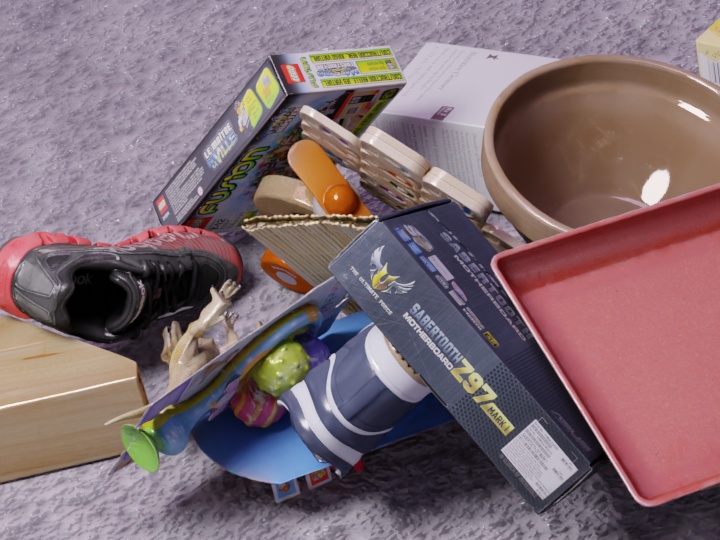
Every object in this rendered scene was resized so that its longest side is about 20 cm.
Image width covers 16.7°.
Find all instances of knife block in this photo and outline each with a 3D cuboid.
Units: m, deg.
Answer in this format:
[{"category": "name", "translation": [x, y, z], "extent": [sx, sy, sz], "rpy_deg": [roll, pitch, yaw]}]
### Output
[{"category": "knife block", "translation": [-0.265, 0.113, 1.702], "extent": [0.199, 0.064, 0.176], "rpy_deg": [17, 45, 36]}]

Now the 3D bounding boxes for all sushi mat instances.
[{"category": "sushi mat", "translation": [0.000, 0.000, 1.678], "extent": [0.095, 0.200, 0.012], "rpy_deg": [0, 72, 22]}]

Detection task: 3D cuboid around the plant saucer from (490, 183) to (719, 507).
[{"category": "plant saucer", "translation": [0.207, 0.047, 1.513], "extent": [0.199, 0.037, 0.200], "rpy_deg": [-17, 56, -20]}]

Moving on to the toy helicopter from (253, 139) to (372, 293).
[{"category": "toy helicopter", "translation": [0.013, -0.025, 1.755], "extent": [0.199, 0.132, 0.079], "rpy_deg": [21, 69, 21]}]

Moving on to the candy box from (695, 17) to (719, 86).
[{"category": "candy box", "translation": [0.372, -0.165, 1.886], "extent": [0.199, 0.055, 0.115], "rpy_deg": [17, 44, 36]}]

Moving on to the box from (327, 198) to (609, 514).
[{"category": "box", "translation": [0.082, 0.049, 1.525], "extent": [0.051, 0.200, 0.158], "rpy_deg": [-42, -9, 17]}]

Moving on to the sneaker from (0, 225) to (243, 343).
[{"category": "sneaker", "translation": [-0.160, 0.012, 1.762], "extent": [0.200, 0.071, 0.098], "rpy_deg": [-3, 19, -36]}]

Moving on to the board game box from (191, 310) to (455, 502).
[{"category": "board game box", "translation": [-0.016, 0.095, 1.664], "extent": [0.199, 0.039, 0.158], "rpy_deg": [-19, 33, -13]}]

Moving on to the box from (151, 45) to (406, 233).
[{"category": "box", "translation": [-0.062, -0.092, 1.800], "extent": [0.110, 0.200, 0.035], "rpy_deg": [-9, 65, -36]}]

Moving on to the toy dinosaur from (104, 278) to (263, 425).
[{"category": "toy dinosaur", "translation": [-0.110, 0.064, 1.654], "extent": [0.101, 0.058, 0.200], "rpy_deg": [-47, 6, 12]}]

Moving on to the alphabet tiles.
[{"category": "alphabet tiles", "translation": [0.043, -0.053, 1.701], "extent": [0.195, 0.200, 0.015], "rpy_deg": [33, 83, 4]}]

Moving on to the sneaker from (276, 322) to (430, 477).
[{"category": "sneaker", "translation": [0.015, 0.068, 1.591], "extent": [0.108, 0.070, 0.200], "rpy_deg": [-42, -3, 18]}]

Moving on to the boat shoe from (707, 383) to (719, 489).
[{"category": "boat shoe", "translation": [0.265, 0.096, 1.538], "extent": [0.199, 0.072, 0.062], "rpy_deg": [-21, 40, -13]}]

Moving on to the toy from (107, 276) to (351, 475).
[{"category": "toy", "translation": [-0.067, 0.075, 1.605], "extent": [0.200, 0.115, 0.047], "rpy_deg": [-30, 76, -31]}]

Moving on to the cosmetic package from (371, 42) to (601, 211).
[{"category": "cosmetic package", "translation": [0.118, -0.104, 1.864], "extent": [0.199, 0.081, 0.113], "rpy_deg": [8, 38, 29]}]

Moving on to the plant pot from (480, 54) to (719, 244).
[{"category": "plant pot", "translation": [0.179, -0.052, 1.698], "extent": [0.200, 0.093, 0.201], "rpy_deg": [3, 45, -3]}]
